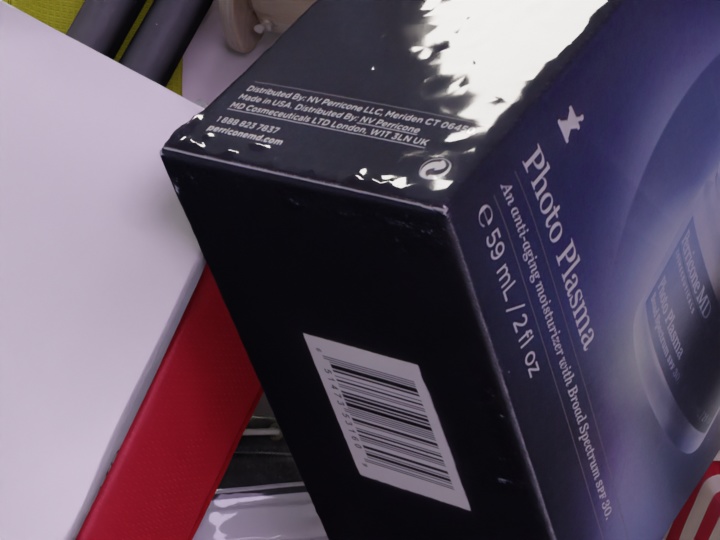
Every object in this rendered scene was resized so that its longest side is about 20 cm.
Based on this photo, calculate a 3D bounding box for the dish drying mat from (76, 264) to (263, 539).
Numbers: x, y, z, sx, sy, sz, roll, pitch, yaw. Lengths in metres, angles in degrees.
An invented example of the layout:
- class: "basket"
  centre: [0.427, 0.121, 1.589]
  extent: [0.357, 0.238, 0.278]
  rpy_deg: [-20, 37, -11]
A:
- class: "dish drying mat"
  centre: [-0.064, 0.057, 0.697]
  extent: [0.018, 0.077, 0.201]
  rpy_deg: [19, 74, 26]

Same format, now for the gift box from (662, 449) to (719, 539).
- class: "gift box"
  centre: [0.173, 0.170, 0.718]
  extent: [0.185, 0.201, 0.185]
  rpy_deg: [6, 27, -20]

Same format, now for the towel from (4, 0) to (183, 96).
- class: "towel"
  centre: [-0.121, -0.169, 0.851]
  extent: [0.085, 0.018, 0.202]
  rpy_deg: [5, 69, -17]

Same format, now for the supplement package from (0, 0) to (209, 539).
- class: "supplement package"
  centre: [-0.158, 0.032, 0.659]
  extent: [0.146, 0.200, 0.192]
  rpy_deg: [27, 64, -7]

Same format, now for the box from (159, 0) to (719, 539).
- class: "box"
  centre: [0.062, -0.017, 0.645]
  extent: [0.199, 0.123, 0.201]
  rpy_deg: [-49, 136, -32]

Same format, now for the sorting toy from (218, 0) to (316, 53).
- class: "sorting toy"
  centre: [0.040, -0.186, 0.802]
  extent: [0.199, 0.107, 0.181]
  rpy_deg: [10, 64, 30]

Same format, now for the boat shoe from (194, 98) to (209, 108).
- class: "boat shoe"
  centre: [-0.001, 0.000, 0.786]
  extent: [0.201, 0.074, 0.065]
  rpy_deg: [28, 89, 4]

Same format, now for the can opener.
- class: "can opener"
  centre: [-0.089, -0.135, 0.811]
  extent: [0.052, 0.067, 0.201]
  rpy_deg: [24, 68, 3]

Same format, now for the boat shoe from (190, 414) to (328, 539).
- class: "boat shoe"
  centre: [0.003, 0.077, 0.769]
  extent: [0.198, 0.072, 0.072]
  rpy_deg: [-4, 76, -19]
